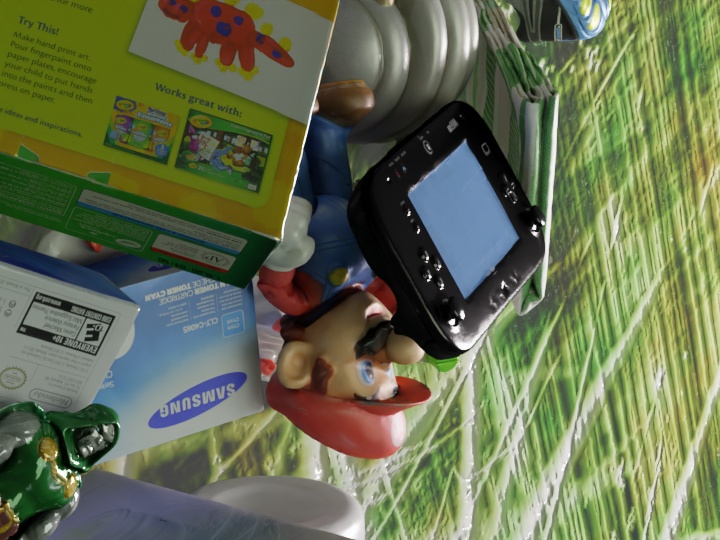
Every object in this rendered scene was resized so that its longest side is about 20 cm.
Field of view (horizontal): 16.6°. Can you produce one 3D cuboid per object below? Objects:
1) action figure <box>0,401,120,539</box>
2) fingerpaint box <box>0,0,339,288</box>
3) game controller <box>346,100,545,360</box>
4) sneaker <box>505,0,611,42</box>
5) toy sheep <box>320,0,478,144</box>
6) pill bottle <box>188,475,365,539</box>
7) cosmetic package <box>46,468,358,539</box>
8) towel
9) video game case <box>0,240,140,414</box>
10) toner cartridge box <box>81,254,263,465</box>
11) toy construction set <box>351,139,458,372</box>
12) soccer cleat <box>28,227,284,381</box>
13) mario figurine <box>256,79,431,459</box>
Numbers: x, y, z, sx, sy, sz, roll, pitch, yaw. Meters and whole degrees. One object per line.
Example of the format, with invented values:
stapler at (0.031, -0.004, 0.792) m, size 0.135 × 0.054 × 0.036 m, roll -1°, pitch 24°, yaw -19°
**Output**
action figure at (-0.193, 0.126, 1.149) m, size 0.200 × 0.055 × 0.118 m, roll -40°, pitch 130°, yaw -18°
fingerpaint box at (-0.119, -0.104, 1.112) m, size 0.073 × 0.200 × 0.167 m, roll 130°, pitch -25°, yaw -65°
game controller at (0.049, -0.025, 1.305) m, size 0.104 × 0.042 × 0.200 m, roll 69°, pitch 23°, yaw -11°
sneaker at (0.081, -0.218, 1.531) m, size 0.200 × 0.083 × 0.071 m, roll 56°, pitch 38°, yaw -27°
toy sheep at (0.003, -0.136, 1.403) m, size 0.200 × 0.138 × 0.138 m, roll -19°, pitch 115°, yaw -55°
pill bottle at (-0.054, 0.230, 1.447) m, size 0.112 × 0.112 × 0.200 m, roll -18°, pitch 114°, yaw -50°
cosmetic package at (-0.124, 0.211, 1.272) m, size 0.199 × 0.200 × 0.123 m, roll -31°, pitch 121°, yaw -46°
towel at (0.080, -0.083, 1.484) m, size 0.023 × 0.200 × 0.153 m, roll -6°, pitch 121°, yaw -11°
video game case at (-0.226, 0.063, 1.151) m, size 0.200 × 0.045 × 0.181 m, roll 20°, pitch 101°, yaw -43°
toner cartridge box at (-0.149, 0.051, 1.270) m, size 0.200 × 0.043 × 0.095 m, roll -17°, pitch 116°, yaw -28°
toy construction set at (0.015, -0.003, 1.450) m, size 0.131 × 0.092 × 0.200 m, roll -23°, pitch 146°, yaw -25°
soccer cleat at (-0.104, 0.017, 1.363) m, size 0.200 × 0.078 × 0.069 m, roll 20°, pitch 96°, yaw -34°
mario figurine at (0.000, 0.000, 1.295) m, size 0.123 × 0.106 × 0.200 m, roll -12°, pitch 95°, yaw -18°
